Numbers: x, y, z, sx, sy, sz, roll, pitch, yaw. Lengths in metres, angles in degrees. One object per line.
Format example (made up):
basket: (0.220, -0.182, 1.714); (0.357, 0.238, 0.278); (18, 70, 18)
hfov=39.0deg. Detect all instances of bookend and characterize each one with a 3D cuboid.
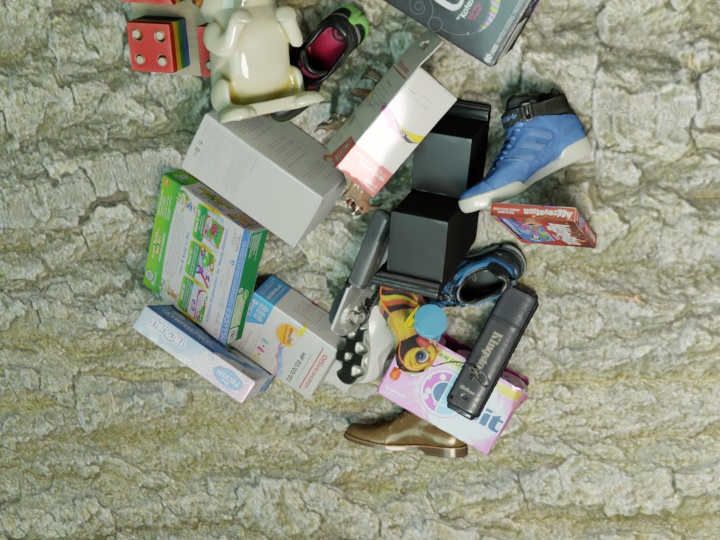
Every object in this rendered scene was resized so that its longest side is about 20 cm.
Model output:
bookend: (0.094, -0.100, 1.324); (0.092, 0.200, 0.200); (12, 119, 17)

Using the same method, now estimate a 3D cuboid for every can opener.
can opener: (0.000, 0.000, 1.447); (0.067, 0.053, 0.201); (38, 115, 43)

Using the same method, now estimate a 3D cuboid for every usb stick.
usb stick: (0.186, 0.113, 1.430); (0.055, 0.033, 0.201); (28, 89, 11)

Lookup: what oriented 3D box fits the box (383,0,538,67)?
box: (0.119, -0.359, 1.244); (0.200, 0.106, 0.122); (33, 122, 6)

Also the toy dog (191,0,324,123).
toy dog: (-0.143, -0.301, 1.315); (0.139, 0.194, 0.201); (-13, 100, -14)

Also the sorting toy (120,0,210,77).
sorting toy: (-0.244, -0.365, 1.415); (0.199, 0.070, 0.200); (8, 117, 19)

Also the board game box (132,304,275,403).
board game box: (-0.234, 0.124, 1.573); (0.200, 0.199, 0.043); (34, 93, 5)

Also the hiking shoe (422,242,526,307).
hiking shoe: (0.133, 0.017, 1.429); (0.199, 0.087, 0.075); (-22, 104, 30)

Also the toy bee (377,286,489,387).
toy bee: (0.072, 0.094, 1.388); (0.200, 0.108, 0.131); (48, 160, 34)

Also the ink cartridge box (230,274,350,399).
ink cartridge box: (-0.093, 0.115, 1.582); (0.200, 0.068, 0.115); (34, 123, 5)

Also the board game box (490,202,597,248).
board game box: (0.238, -0.056, 1.296); (0.102, 0.200, 0.020); (4, 83, 21)

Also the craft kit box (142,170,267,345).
craft kit box: (-0.242, -0.020, 1.555); (0.197, 0.048, 0.201); (32, 121, 26)

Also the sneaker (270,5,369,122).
sneaker: (-0.072, -0.279, 1.376); (0.077, 0.084, 0.200); (43, 122, -1)

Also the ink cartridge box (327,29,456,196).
ink cartridge box: (0.050, -0.201, 1.281); (0.067, 0.117, 0.200); (37, 103, -19)

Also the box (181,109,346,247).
box: (-0.129, -0.146, 1.440); (0.200, 0.124, 0.098); (36, 123, 4)

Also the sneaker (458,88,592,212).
sneaker: (0.191, -0.158, 1.281); (0.199, 0.077, 0.112); (-29, 97, -14)

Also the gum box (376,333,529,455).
gum box: (0.139, 0.172, 1.496); (0.199, 0.066, 0.114); (29, 106, 8)

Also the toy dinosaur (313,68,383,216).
toy dinosaur: (0.024, -0.186, 1.386); (0.135, 0.086, 0.200); (40, 107, -11)

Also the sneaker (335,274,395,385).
sneaker: (0.021, 0.070, 1.520); (0.074, 0.088, 0.201); (20, 102, 45)

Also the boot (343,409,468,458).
boot: (0.070, 0.243, 1.586); (0.199, 0.074, 0.076); (1, 96, 18)
